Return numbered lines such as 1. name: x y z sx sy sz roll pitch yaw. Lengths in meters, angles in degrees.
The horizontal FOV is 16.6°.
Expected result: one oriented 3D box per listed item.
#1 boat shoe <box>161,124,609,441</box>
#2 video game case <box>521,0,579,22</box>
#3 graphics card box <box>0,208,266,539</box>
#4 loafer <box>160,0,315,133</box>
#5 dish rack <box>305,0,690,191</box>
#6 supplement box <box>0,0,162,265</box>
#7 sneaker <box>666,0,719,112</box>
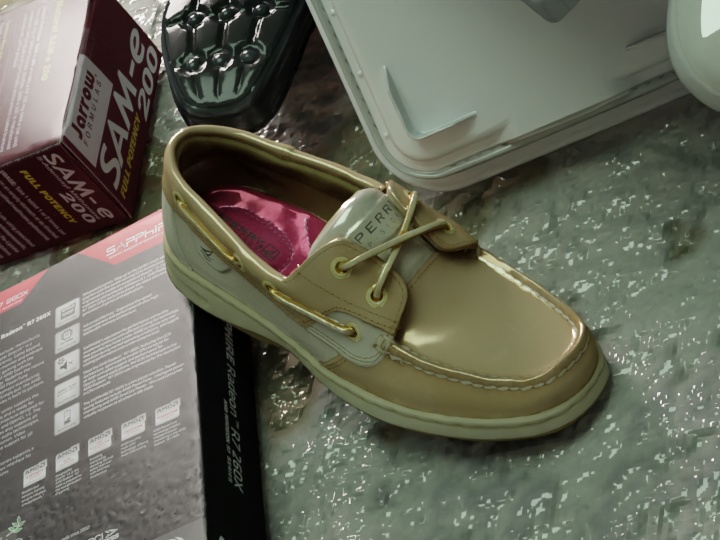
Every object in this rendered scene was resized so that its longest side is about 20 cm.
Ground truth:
1. boat shoe: 0.000 0.000 0.914 0.200 0.069 0.074 21 53 31
2. video game case: 0.066 -0.207 0.879 0.182 0.022 0.200 -48 54 2
3. graphics card box: -0.103 0.075 0.972 0.125 0.051 0.200 -26 40 16
4. loafer: -0.044 -0.122 1.095 0.068 0.070 0.201 -7 42 12
5. dish rack: 0.046 -0.141 0.949 0.171 0.200 0.044 -23 6 18
6. supplement box: -0.195 -0.051 1.158 0.200 0.061 0.109 -18 44 26
7. sneaker: 0.163 -0.145 0.809 0.073 0.085 0.200 32 90 7
